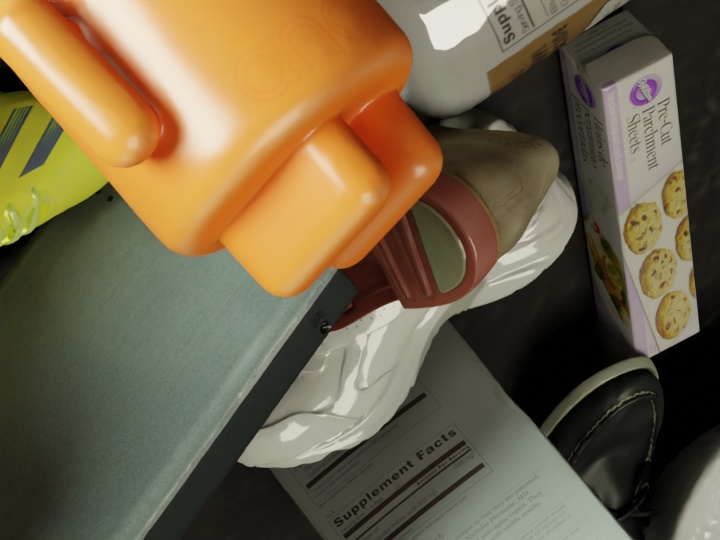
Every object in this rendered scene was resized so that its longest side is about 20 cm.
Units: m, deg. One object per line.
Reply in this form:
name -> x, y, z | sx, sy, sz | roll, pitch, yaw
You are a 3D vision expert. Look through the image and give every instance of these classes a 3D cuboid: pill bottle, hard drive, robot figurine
pill bottle -> 0.035, -0.127, 1.133 | 0.200, 0.114, 0.114 | -34, 141, -6
hard drive -> -0.110, 0.056, 1.131 | 0.200, 0.139, 0.033 | -54, 142, -10
robot figurine -> -0.061, -0.086, 1.010 | 0.144, 0.200, 0.117 | -39, 172, -18

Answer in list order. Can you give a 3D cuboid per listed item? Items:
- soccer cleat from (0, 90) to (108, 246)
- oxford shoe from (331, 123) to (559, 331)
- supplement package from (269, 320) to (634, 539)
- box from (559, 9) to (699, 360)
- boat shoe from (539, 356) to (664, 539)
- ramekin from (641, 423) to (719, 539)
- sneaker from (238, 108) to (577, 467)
soccer cleat -> -0.172, -0.014, 1.102 | 0.200, 0.084, 0.065 | -20, 137, -23
oxford shoe -> 0.007, -0.022, 1.174 | 0.075, 0.200, 0.071 | -37, 112, -31
supplement package -> 0.048, 0.121, 1.311 | 0.109, 0.200, 0.114 | -37, 140, -3
box -> 0.130, -0.036, 1.353 | 0.041, 0.039, 0.200 | -28, 140, -14
boat shoe -> 0.119, 0.125, 1.451 | 0.074, 0.066, 0.200 | -10, 144, -30
ramekin -> 0.236, 0.162, 1.477 | 0.200, 0.098, 0.201 | 0, 88, -15
sneaker -> 0.000, 0.000, 1.270 | 0.200, 0.078, 0.099 | -45, 135, -7
